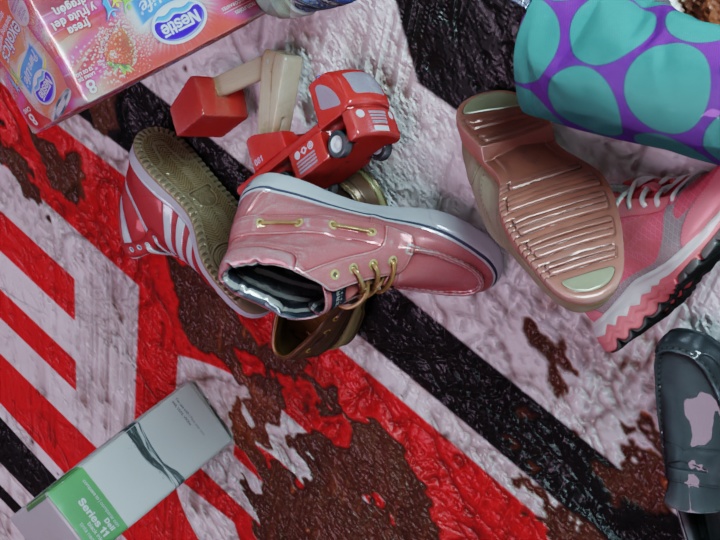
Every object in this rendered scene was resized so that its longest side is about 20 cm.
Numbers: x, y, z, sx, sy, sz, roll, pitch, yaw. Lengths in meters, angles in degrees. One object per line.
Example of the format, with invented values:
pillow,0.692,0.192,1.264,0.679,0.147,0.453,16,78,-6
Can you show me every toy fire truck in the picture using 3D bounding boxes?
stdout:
toy fire truck,-0.061,-0.116,1.093,0.200,0.049,0.142,-34,67,43

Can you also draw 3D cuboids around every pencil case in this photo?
pencil case,0.179,-0.110,0.788,0.200,0.093,0.085,23,173,38

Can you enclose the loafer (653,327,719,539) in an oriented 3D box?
loafer,0.232,0.134,0.940,0.068,0.070,0.201,4,121,49

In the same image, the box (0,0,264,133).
box,-0.165,-0.190,1.040,0.102,0.200,0.095,-14,107,54

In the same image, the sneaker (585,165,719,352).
sneaker,0.178,-0.026,0.872,0.087,0.074,0.200,51,145,13

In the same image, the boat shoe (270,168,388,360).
boat shoe,-0.027,0.003,1.147,0.072,0.067,0.200,43,140,22

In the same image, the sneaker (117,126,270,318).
sneaker,-0.149,-0.021,1.278,0.200,0.071,0.113,54,143,16

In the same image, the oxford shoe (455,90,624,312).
oxford shoe,0.116,-0.034,0.902,0.200,0.070,0.074,-108,8,-48

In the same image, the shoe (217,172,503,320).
shoe,0.000,0.000,1.024,0.199,0.091,0.072,16,140,1

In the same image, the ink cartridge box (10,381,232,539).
ink cartridge box,-0.248,0.218,1.489,0.083,0.200,0.147,52,147,-1

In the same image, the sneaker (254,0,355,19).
sneaker,-0.042,-0.265,0.955,0.085,0.077,0.201,8,132,35
